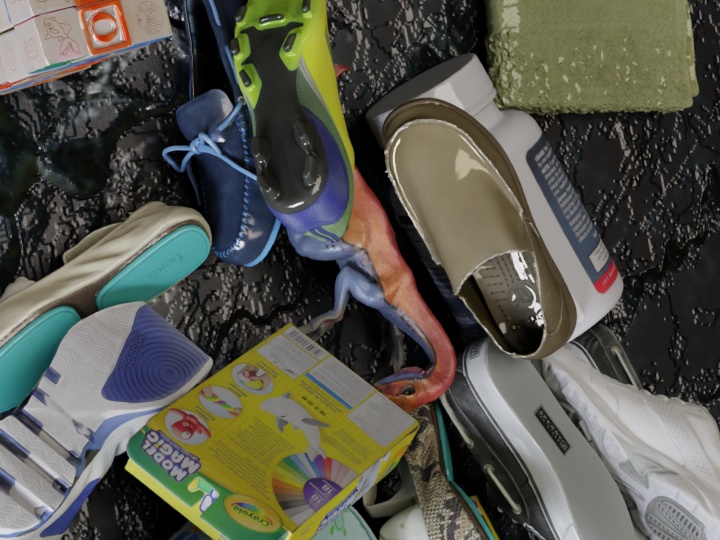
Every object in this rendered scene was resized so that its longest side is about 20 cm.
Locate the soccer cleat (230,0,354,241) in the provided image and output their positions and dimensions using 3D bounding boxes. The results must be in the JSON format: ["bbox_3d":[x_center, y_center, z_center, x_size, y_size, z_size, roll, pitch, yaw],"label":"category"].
[{"bbox_3d":[-0.040,-0.109,1.461,0.084,0.064,0.201,47,32,-53],"label":"soccer cleat"}]

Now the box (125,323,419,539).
[{"bbox_3d":[-0.058,0.115,1.404,0.117,0.049,0.200,37,31,13],"label":"box"}]

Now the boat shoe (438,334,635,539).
[{"bbox_3d":[0.121,0.140,1.547,0.071,0.064,0.201,-30,89,-53],"label":"boat shoe"}]

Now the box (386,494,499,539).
[{"bbox_3d":[0.078,0.246,1.498,0.070,0.200,0.065,-5,131,-23],"label":"box"}]

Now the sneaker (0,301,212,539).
[{"bbox_3d":[-0.190,0.110,1.400,0.081,0.115,0.199,42,53,5],"label":"sneaker"}]

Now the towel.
[{"bbox_3d":[0.172,-0.188,1.690,0.199,0.036,0.149,-6,89,-32],"label":"towel"}]

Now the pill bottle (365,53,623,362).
[{"bbox_3d":[0.090,-0.045,1.577,0.119,0.119,0.201,-36,104,-29],"label":"pill bottle"}]

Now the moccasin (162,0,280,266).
[{"bbox_3d":[-0.097,-0.098,1.491,0.068,0.080,0.201,15,57,-38],"label":"moccasin"}]

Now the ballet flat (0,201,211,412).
[{"bbox_3d":[-0.186,0.019,1.435,0.200,0.069,0.070,-35,103,-20],"label":"ballet flat"}]

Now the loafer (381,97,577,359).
[{"bbox_3d":[0.082,-0.025,1.485,0.076,0.067,0.200,-33,101,14],"label":"loafer"}]

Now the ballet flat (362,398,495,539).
[{"bbox_3d":[0.041,0.156,1.505,0.075,0.200,0.068,-17,126,-3],"label":"ballet flat"}]

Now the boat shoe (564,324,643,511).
[{"bbox_3d":[0.206,0.132,1.657,0.071,0.072,0.201,-30,99,-25],"label":"boat shoe"}]

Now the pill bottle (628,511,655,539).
[{"bbox_3d":[0.145,0.269,1.585,0.111,0.111,0.200,43,65,-20],"label":"pill bottle"}]

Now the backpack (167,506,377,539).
[{"bbox_3d":[-0.061,0.237,1.445,0.200,0.150,0.178,-45,118,-35],"label":"backpack"}]

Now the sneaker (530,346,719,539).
[{"bbox_3d":[0.200,0.117,1.593,0.200,0.078,0.099,43,50,9],"label":"sneaker"}]

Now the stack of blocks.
[{"bbox_3d":[-0.213,-0.141,1.353,0.115,0.200,0.059,-19,96,-32],"label":"stack of blocks"}]

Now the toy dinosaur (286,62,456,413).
[{"bbox_3d":[0.000,0.000,1.497,0.181,0.201,0.105,37,45,25],"label":"toy dinosaur"}]
